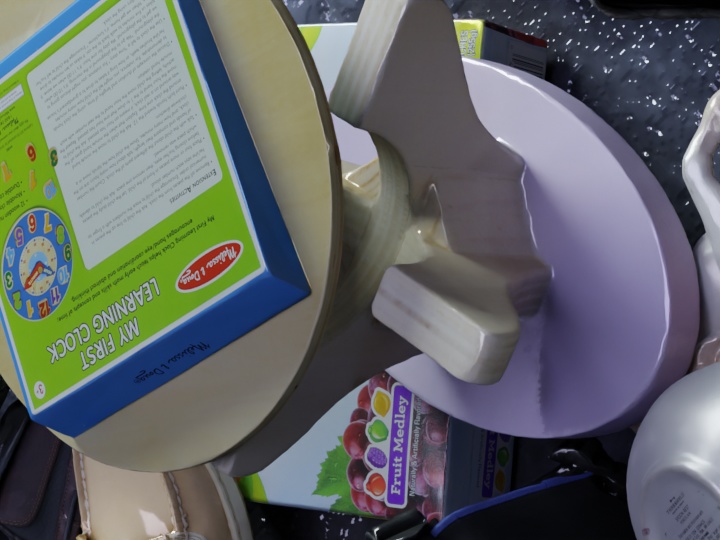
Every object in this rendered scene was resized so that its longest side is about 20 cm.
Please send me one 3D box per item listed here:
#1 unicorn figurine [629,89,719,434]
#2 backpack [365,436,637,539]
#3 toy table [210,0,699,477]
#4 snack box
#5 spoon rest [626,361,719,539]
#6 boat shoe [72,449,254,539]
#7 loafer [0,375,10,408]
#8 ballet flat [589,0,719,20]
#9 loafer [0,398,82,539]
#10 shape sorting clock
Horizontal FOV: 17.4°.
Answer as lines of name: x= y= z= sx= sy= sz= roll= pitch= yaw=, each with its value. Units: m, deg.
unicorn figurine: x=0.160 y=-0.001 z=0.846 sx=0.199 sy=0.074 sz=0.138 roll=7 pitch=87 yaw=39
backpack: x=0.038 y=0.185 z=0.848 sx=0.147 sy=0.183 sz=0.200 roll=48 pitch=117 yaw=16
toy table: x=0.014 y=-0.011 z=0.857 sx=0.199 sy=0.117 sz=0.185 roll=20 pitch=101 yaw=41
snack box: x=0.000 y=0.000 z=0.983 sx=0.142 sy=0.053 sz=0.202 roll=2 pitch=85 yaw=39
spoon rest: x=0.148 y=0.056 z=0.758 sx=0.100 sy=0.060 sz=0.200 roll=57 pitch=147 yaw=17
boat shoe: x=-0.085 y=0.140 z=0.980 sx=0.073 sy=0.069 sz=0.201 roll=-9 pitch=100 yaw=42
loafer: x=-0.205 y=0.078 z=1.085 sx=0.063 sy=0.072 sz=0.200 roll=27 pitch=132 yaw=-2
ballet flat: x=0.176 y=-0.094 z=0.836 sx=0.199 sy=0.067 sz=0.057 roll=14 pitch=62 yaw=25
loafer: x=-0.109 y=0.045 z=1.063 sx=0.063 sy=0.072 sz=0.201 roll=35 pitch=113 yaw=15
shape sorting clock: x=-0.081 y=-0.028 z=0.838 sx=0.199 sy=0.039 sz=0.202 roll=3 pitch=94 yaw=42
